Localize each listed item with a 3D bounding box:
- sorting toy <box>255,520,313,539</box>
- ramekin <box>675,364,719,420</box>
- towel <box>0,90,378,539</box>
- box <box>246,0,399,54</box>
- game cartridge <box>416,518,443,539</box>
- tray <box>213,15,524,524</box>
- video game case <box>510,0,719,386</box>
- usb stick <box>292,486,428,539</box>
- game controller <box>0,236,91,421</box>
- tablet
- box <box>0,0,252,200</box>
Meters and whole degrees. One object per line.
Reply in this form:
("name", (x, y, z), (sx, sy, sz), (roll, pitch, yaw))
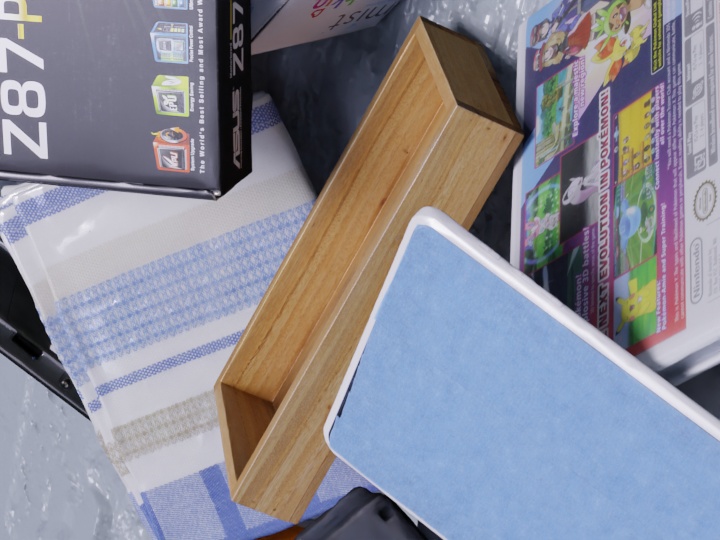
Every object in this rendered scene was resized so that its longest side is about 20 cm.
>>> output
("sorting toy", (-0.047, 0.219, 1.118), (0.107, 0.180, 0.200), (-33, 79, 45))
("ramekin", (0.147, 0.109, 0.944), (0.200, 0.105, 0.201), (15, 113, 41))
("towel", (-0.069, 0.029, 1.123), (0.147, 0.024, 0.200), (-22, 101, 12))
("box", (-0.027, -0.222, 1.021), (0.176, 0.097, 0.200), (-44, 72, 44))
("game cartridge", (0.046, 0.129, 1.037), (0.041, 0.133, 0.200), (6, 110, 11))
("tray", (0.000, 0.000, 1.036), (0.200, 0.037, 0.099), (-61, 20, 21))
("video game case", (0.120, -0.050, 0.903), (0.182, 0.023, 0.200), (-33, 43, 45))
("usb stick", (0.049, 0.172, 0.943), (0.200, 0.055, 0.033), (49, 175, 10))
("game controller", (-0.133, 0.037, 1.196), (0.200, 0.042, 0.104), (36, 143, 4))
("tablet", (0.079, 0.077, 0.887), (0.200, 0.014, 0.130), (37, 132, 17))
("box", (-0.126, -0.136, 1.001), (0.161, 0.049, 0.200), (7, 110, 16))
